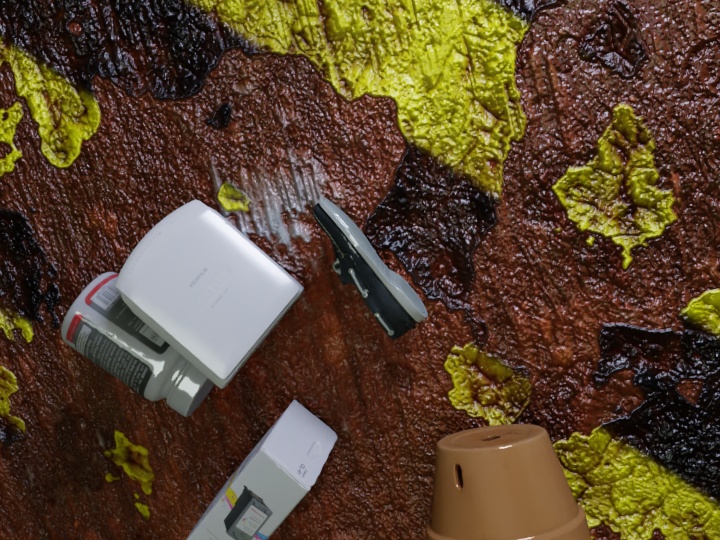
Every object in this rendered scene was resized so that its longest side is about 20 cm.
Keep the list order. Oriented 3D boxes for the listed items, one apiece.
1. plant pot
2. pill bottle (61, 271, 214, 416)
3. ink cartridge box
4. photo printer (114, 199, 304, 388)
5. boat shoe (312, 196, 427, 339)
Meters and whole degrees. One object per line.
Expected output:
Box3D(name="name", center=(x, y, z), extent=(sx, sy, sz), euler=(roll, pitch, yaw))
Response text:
Box3D(name="plant pot", center=(0.168, 0.271, 0.831), extent=(0.197, 0.200, 0.143), euler=(-11, 86, 16))
Box3D(name="pill bottle", center=(-0.287, 0.102, 0.923), extent=(0.198, 0.114, 0.115), euler=(34, 109, 3))
Box3D(name="ink cartridge box", center=(-0.133, 0.293, 0.920), extent=(0.085, 0.148, 0.201), euler=(37, 109, 0))
Box3D(name="photo printer", center=(-0.196, 0.021, 0.870), extent=(0.199, 0.069, 0.167), euler=(41, 74, 1))
Box3D(name="boat shoe", center=(0.000, 0.000, 0.849), extent=(0.060, 0.076, 0.201), euler=(-39, 92, 14))
